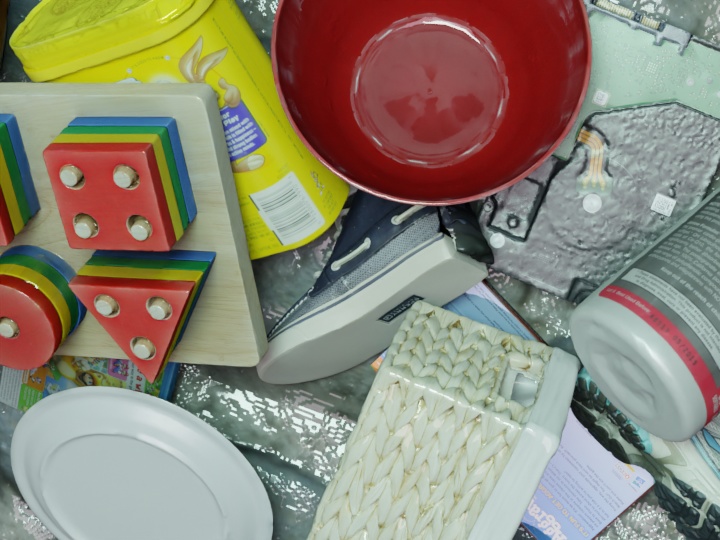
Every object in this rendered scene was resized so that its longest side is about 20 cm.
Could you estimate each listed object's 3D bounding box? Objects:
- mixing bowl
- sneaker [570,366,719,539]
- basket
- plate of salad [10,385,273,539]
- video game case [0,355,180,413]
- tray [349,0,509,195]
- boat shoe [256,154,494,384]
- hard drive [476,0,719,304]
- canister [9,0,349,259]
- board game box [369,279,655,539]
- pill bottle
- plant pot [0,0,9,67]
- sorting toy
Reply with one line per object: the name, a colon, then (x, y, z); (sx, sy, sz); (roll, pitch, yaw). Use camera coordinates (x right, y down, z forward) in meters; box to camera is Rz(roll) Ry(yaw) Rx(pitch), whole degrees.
mixing bowl: (0.044, -0.130, 1.049); (0.200, 0.108, 0.200); (0, 81, 1)
sneaker: (0.238, 0.124, 1.104); (0.086, 0.078, 0.200); (-41, 90, -19)
basket: (0.048, 0.138, 1.074); (0.123, 0.136, 0.200); (23, 114, 4)
plate of salad: (-0.155, 0.154, 1.163); (0.200, 0.048, 0.200); (10, 129, 13)
video game case: (-0.228, 0.053, 1.159); (0.200, 0.018, 0.143); (24, 132, 5)
tray: (0.003, -0.118, 1.135); (0.200, 0.022, 0.107); (-26, 93, 11)
boat shoe: (0.000, 0.000, 1.136); (0.200, 0.075, 0.093); (-31, 59, 25)
hard drive: (0.171, -0.076, 1.108); (0.140, 0.038, 0.200); (22, 101, 5)
canister: (-0.113, -0.101, 1.059); (0.148, 0.087, 0.200); (-12, 126, 32)
board game box: (0.112, 0.105, 1.151); (0.103, 0.019, 0.200); (-43, 90, 9)
pill bottle: (0.242, 0.010, 1.047); (0.200, 0.111, 0.111); (-38, 91, -15)
plant pot: (-0.336, -0.195, 1.100); (0.183, 0.200, 0.200); (6, 99, -9)
sorting toy: (-0.178, -0.015, 1.032); (0.200, 0.070, 0.199); (2, 123, 19)
